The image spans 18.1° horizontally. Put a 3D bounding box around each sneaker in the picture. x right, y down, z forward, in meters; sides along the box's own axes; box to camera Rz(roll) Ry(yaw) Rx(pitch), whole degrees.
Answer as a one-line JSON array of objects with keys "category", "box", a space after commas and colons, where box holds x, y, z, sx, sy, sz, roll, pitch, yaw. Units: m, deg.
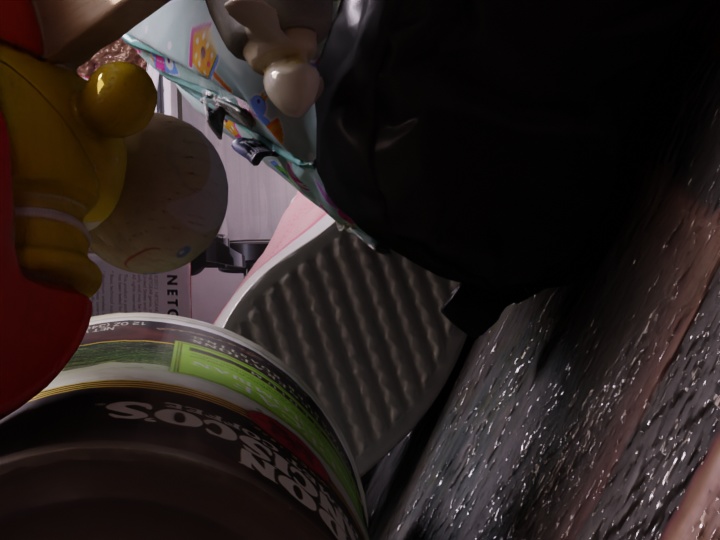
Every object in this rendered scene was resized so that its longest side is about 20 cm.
[{"category": "sneaker", "box": [0.000, 0.000, 0.796, 0.200, 0.075, 0.105, -58, 9, -12]}]

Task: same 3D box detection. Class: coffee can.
[{"category": "coffee can", "box": [-0.064, 0.098, 0.610, 0.147, 0.146, 0.200, -63, 7, 6]}]

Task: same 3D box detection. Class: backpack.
[{"category": "backpack", "box": [0.009, -0.093, 0.676, 0.167, 0.126, 0.200, -58, 32, 0]}]

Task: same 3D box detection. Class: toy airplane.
[{"category": "toy airplane", "box": [-0.094, -0.053, 0.606, 0.199, 0.141, 0.200, -59, 34, -4]}]

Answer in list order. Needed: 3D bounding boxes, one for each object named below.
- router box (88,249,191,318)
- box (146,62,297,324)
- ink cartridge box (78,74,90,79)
[{"category": "router box", "box": [-0.096, 0.114, 0.826, 0.180, 0.049, 0.201, 125, 145, -68]}, {"category": "box", "box": [-0.049, -0.009, 0.892, 0.117, 0.060, 0.201, 119, 149, -71]}, {"category": "ink cartridge box", "box": [-0.157, -0.013, 1.020, 0.148, 0.086, 0.200, -62, -22, 11]}]
